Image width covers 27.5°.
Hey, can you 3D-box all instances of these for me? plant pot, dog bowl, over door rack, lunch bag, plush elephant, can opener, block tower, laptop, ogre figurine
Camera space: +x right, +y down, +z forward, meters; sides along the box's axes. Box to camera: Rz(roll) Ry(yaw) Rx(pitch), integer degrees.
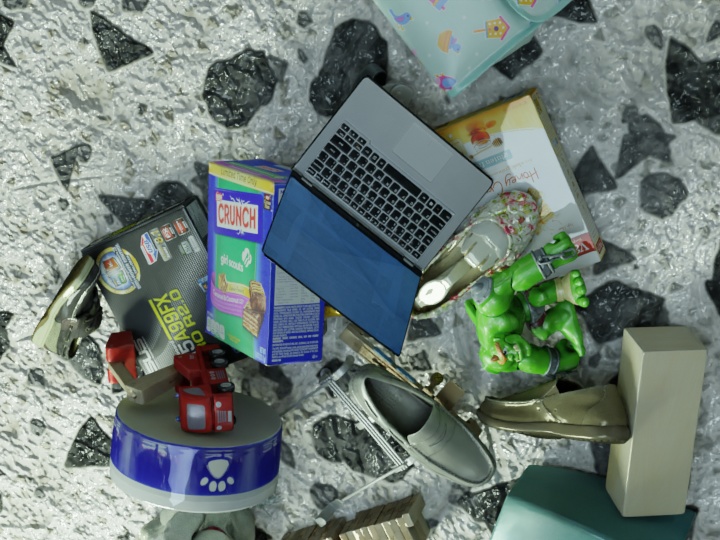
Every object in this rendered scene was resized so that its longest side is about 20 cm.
[{"bbox_3d":[0.255,0.317,1.679,0.198,0.141,0.143,26,116,16],"label":"plant pot"},{"bbox_3d":[-0.191,0.204,1.710,0.198,0.200,0.080,11,106,14],"label":"dog bowl"},{"bbox_3d":[-0.026,0.200,1.769,0.148,0.067,0.200,49,130,-2],"label":"over door rack"},{"bbox_3d":[0.123,-0.303,1.495,0.199,0.122,0.171,-36,94,18],"label":"lunch bag"},{"bbox_3d":[-0.189,0.354,1.824,0.165,0.155,0.200,43,117,-1],"label":"plush elephant"},{"bbox_3d":[-0.002,-0.133,1.646,0.066,0.052,0.201,46,121,37],"label":"can opener"},{"bbox_3d":[-0.008,0.336,1.815,0.198,0.054,0.058,-22,103,25],"label":"block tower"},{"bbox_3d":[0.022,-0.058,1.518,0.187,0.116,0.201,37,97,-19],"label":"laptop"},{"bbox_3d":[0.181,0.052,1.593,0.118,0.200,0.099,-15,66,-4],"label":"ogre figurine"}]

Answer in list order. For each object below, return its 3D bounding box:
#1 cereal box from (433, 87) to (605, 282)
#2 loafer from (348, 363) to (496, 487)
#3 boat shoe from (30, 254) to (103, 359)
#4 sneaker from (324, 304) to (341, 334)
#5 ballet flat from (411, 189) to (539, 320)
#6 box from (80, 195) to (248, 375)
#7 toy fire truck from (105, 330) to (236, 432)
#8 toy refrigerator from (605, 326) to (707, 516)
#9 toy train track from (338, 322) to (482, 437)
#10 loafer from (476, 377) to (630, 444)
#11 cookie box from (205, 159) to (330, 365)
[{"bbox_3d":[0.165,-0.081,1.607,0.143,0.040,0.202,-20,102,25],"label":"cereal box"},{"bbox_3d":[0.071,0.179,1.660,0.199,0.070,0.070,35,85,-5],"label":"loafer"},{"bbox_3d":[-0.343,0.049,1.788,0.066,0.072,0.201,33,142,-8],"label":"boat shoe"},{"bbox_3d":[0.000,0.000,1.678,0.199,0.075,0.090,-33,96,35],"label":"sneaker"},{"bbox_3d":[0.117,-0.007,1.597,0.076,0.064,0.200,45,121,1],"label":"ballet flat"},{"bbox_3d":[-0.224,0.031,1.776,0.159,0.044,0.202,-21,102,23],"label":"box"},{"bbox_3d":[-0.223,0.129,1.710,0.139,0.200,0.049,-4,113,-10],"label":"toy fire truck"},{"bbox_3d":[0.324,0.166,1.624,0.075,0.070,0.202,-2,112,-9],"label":"toy refrigerator"},{"bbox_3d":[0.062,0.127,1.716,0.199,0.033,0.115,39,138,1],"label":"toy train track"},{"bbox_3d":[0.218,0.154,1.647,0.198,0.076,0.068,2,80,41],"label":"loafer"},{"bbox_3d":[-0.107,-0.013,1.639,0.171,0.074,0.203,21,111,58],"label":"cookie box"}]
